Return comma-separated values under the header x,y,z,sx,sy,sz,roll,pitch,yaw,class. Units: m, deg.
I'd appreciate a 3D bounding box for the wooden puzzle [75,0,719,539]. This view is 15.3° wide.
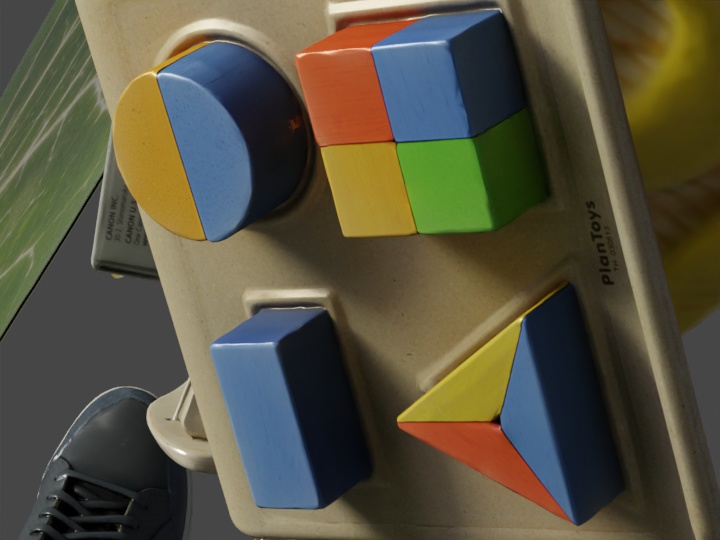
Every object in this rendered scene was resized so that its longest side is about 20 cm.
x,y,z,sx,sy,sz,roll,pitch,yaw,class
0.000,0.000,0.759,0.200,0.186,0.046,0,23,43,wooden puzzle

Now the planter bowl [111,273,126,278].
x,y,z,sx,sy,sz,roll,pitch,yaw,class
-0.039,-0.061,1.353,0.200,0.083,0.200,-52,15,20,planter bowl

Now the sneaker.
x,y,z,sx,sy,sz,roll,pitch,yaw,class
-0.123,0.126,1.169,0.146,0.077,0.203,96,-170,-66,sneaker

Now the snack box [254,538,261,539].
x,y,z,sx,sy,sz,roll,pitch,yaw,class
-0.065,0.166,1.066,0.200,0.024,0.072,-51,15,26,snack box

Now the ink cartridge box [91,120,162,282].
x,y,z,sx,sy,sz,roll,pitch,yaw,class
-0.060,-0.115,1.011,0.174,0.043,0.200,-93,13,-73,ink cartridge box

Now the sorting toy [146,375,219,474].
x,y,z,sx,sy,sz,roll,pitch,yaw,class
-0.018,-0.026,1.045,0.180,0.107,0.200,31,100,65,sorting toy

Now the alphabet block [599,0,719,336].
x,y,z,sx,sy,sz,roll,pitch,yaw,class
0.084,-0.128,0.835,0.195,0.196,0.200,-46,18,46,alphabet block
